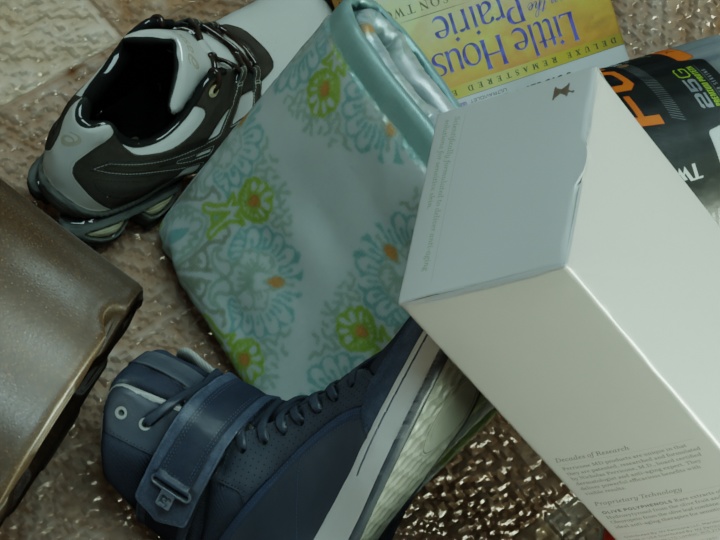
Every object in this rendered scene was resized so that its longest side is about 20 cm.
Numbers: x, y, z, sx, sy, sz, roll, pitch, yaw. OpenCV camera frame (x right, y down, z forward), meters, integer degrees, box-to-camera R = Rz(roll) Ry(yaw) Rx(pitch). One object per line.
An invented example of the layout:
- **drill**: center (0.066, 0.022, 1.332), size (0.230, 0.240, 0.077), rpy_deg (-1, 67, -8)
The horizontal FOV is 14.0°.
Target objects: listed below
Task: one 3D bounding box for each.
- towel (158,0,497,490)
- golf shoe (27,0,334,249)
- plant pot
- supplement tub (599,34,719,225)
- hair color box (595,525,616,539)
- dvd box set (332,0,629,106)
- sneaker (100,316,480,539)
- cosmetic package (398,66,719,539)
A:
- **towel**: center (0.000, 0.000, 1.359), size (0.048, 0.171, 0.200), rpy_deg (-1, 51, -52)
- **golf shoe**: center (-0.075, -0.091, 1.443), size (0.078, 0.095, 0.200), rpy_deg (39, 57, 15)
- **plant pot**: center (-0.217, 0.020, 1.292), size (0.198, 0.200, 0.201), rpy_deg (33, 57, 0)
- **supplement tub**: center (0.118, -0.036, 1.433), size (0.199, 0.123, 0.123), rpy_deg (-18, 63, -23)
- **hair color box**: center (0.105, 0.221, 1.279), size (0.061, 0.102, 0.201), rpy_deg (16, 57, -1)
- **dvd box set**: center (0.045, -0.180, 1.507), size (0.146, 0.029, 0.201), rpy_deg (-19, 93, -23)
- **sneaker**: center (-0.035, 0.058, 1.302), size (0.146, 0.203, 0.077), rpy_deg (39, 29, 17)
- **cosmetic package**: center (0.109, 0.022, 1.230), size (0.200, 0.085, 0.108), rpy_deg (47, 42, -36)
